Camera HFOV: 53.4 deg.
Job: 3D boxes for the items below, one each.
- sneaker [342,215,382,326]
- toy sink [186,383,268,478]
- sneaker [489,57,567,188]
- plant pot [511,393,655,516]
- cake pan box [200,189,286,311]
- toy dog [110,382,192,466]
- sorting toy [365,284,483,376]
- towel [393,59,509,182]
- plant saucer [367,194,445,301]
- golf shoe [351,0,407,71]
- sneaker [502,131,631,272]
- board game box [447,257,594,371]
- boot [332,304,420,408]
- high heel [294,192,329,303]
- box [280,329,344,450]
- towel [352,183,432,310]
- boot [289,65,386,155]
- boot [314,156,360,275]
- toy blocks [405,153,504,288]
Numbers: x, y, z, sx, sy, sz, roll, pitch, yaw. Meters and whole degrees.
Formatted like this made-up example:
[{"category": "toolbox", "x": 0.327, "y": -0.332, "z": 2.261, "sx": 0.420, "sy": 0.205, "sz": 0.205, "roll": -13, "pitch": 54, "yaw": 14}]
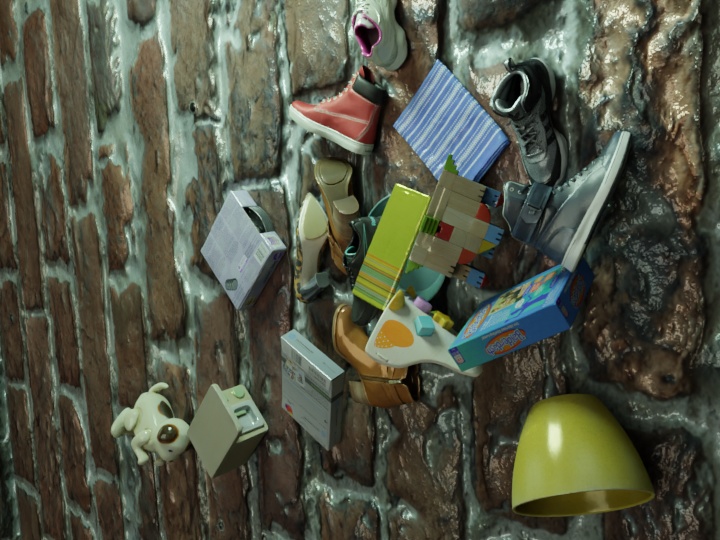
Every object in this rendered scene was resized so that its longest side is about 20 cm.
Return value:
[{"category": "sneaker", "x": 0.000, "y": 0.000, "z": 1.272, "sx": 0.075, "sy": 0.077, "sz": 0.206, "roll": 33, "pitch": 117, "yaw": 58}, {"category": "toy sink", "x": -0.295, "y": 0.350, "z": 1.628, "sx": 0.131, "sy": 0.110, "sz": 0.202, "roll": 51, "pitch": 131, "yaw": 24}, {"category": "sneaker", "x": 0.243, "y": -0.211, "z": 1.051, "sx": 0.074, "sy": 0.112, "sz": 0.206, "roll": -7, "pitch": 92, "yaw": 42}, {"category": "plant pot", "x": 0.308, "y": 0.263, "z": 1.034, "sx": 0.198, "sy": 0.197, "sz": 0.146, "roll": -29, "pitch": 53, "yaw": 40}, {"category": "cake pan box", "x": -0.262, "y": -0.048, "z": 1.580, "sx": 0.185, "sy": 0.052, "sz": 0.202, "roll": 50, "pitch": 126, "yaw": 23}, {"category": "toy dog", "x": -0.505, "y": 0.408, "z": 1.832, "sx": 0.197, "sy": 0.140, "sz": 0.196, "roll": 23, "pitch": 75, "yaw": 39}, {"category": "sorting toy", "x": 0.123, "y": 0.115, "z": 1.171, "sx": 0.177, "sy": 0.200, "sz": 0.109, "roll": 28, "pitch": 100, "yaw": 10}, {"category": "towel", "x": 0.147, "y": -0.229, "z": 1.197, "sx": 0.202, "sy": 0.024, "sz": 0.146, "roll": 54, "pitch": 127, "yaw": 23}, {"category": "plant saucer", "x": 0.085, "y": -0.036, "z": 1.274, "sx": 0.197, "sy": 0.035, "sz": 0.206, "roll": 7, "pitch": 100, "yaw": 42}, {"category": "golf shoe", "x": 0.020, "y": -0.448, "z": 1.236, "sx": 0.075, "sy": 0.090, "sz": 0.205, "roll": -25, "pitch": 78, "yaw": 42}, {"category": "sneaker", "x": 0.284, "y": -0.123, "z": 1.012, "sx": 0.144, "sy": 0.077, "sz": 0.206, "roll": 29, "pitch": 95, "yaw": 20}, {"category": "board game box", "x": 0.240, "y": 0.064, "z": 1.068, "sx": 0.198, "sy": 0.152, "sz": 0.045, "roll": -30, "pitch": 99, "yaw": 41}, {"category": "boot", "x": 0.033, "y": 0.155, "z": 1.328, "sx": 0.152, "sy": 0.073, "sz": 0.205, "roll": -8, "pitch": 103, "yaw": 44}, {"category": "high heel", "x": -0.112, "y": -0.041, "z": 1.445, "sx": 0.142, "sy": 0.070, "sz": 0.206, "roll": 142, "pitch": 124, "yaw": -61}, {"category": "box", "x": -0.099, "y": 0.242, "z": 1.440, "sx": 0.155, "sy": 0.041, "sz": 0.204, "roll": 34, "pitch": 135, "yaw": 34}, {"category": "towel", "x": 0.054, "y": -0.038, "z": 1.197, "sx": 0.085, "sy": 0.018, "sz": 0.204, "roll": 26, "pitch": 97, "yaw": 40}, {"category": "boot", "x": -0.041, "y": -0.318, "z": 1.327, "sx": 0.197, "sy": 0.072, "sz": 0.148, "roll": 27, "pitch": 114, "yaw": 28}, {"category": "boot", "x": -0.038, "y": -0.106, "z": 1.360, "sx": 0.158, "sy": 0.075, "sz": 0.202, "roll": 90, "pitch": 160, "yaw": -45}, {"category": "toy blocks", "x": 0.167, "y": -0.065, "z": 1.146, "sx": 0.134, "sy": 0.100, "sz": 0.205, "roll": 22, "pitch": 100, "yaw": 7}]
